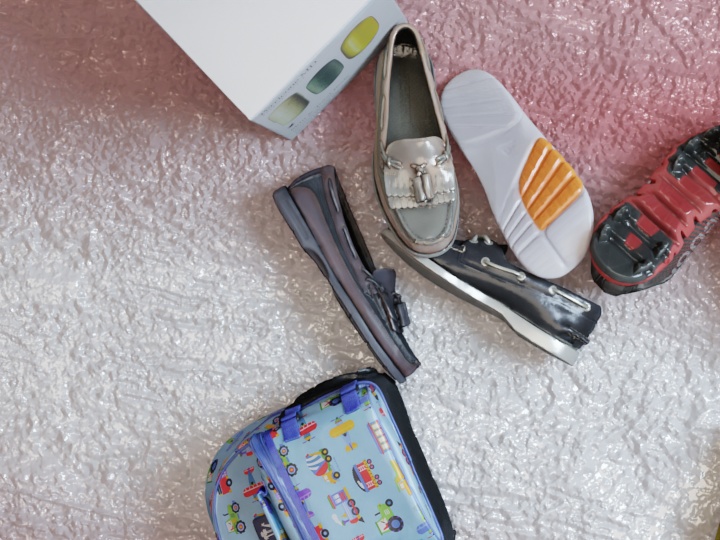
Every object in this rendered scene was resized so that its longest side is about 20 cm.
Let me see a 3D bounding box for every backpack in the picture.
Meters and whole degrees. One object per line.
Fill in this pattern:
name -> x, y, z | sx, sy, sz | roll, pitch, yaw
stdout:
backpack -> -0.040, 0.196, 1.340 | 0.199, 0.135, 0.184 | -22, 86, 9

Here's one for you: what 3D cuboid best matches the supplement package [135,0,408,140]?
supplement package -> -0.071, -0.218, 1.309 | 0.152, 0.200, 0.151 | -44, 85, 5

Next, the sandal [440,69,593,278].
sandal -> 0.141, -0.084, 1.360 | 0.079, 0.059, 0.208 | -33, 65, 12

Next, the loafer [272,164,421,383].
loafer -> 0.000, 0.000, 1.368 | 0.063, 0.072, 0.201 | -34, 83, 1

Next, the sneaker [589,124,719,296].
sneaker -> 0.264, -0.048, 1.337 | 0.200, 0.098, 0.071 | -40, 75, -18

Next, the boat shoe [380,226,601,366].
boat shoe -> 0.111, 0.005, 1.352 | 0.199, 0.074, 0.061 | 32, 87, 9

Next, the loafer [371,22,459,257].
loafer -> 0.042, -0.112, 1.333 | 0.071, 0.063, 0.202 | -7, 67, -1

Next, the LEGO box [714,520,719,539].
LEGO box -> 0.373, 0.236, 1.318 | 0.148, 0.077, 0.202 | 16, 91, 6
